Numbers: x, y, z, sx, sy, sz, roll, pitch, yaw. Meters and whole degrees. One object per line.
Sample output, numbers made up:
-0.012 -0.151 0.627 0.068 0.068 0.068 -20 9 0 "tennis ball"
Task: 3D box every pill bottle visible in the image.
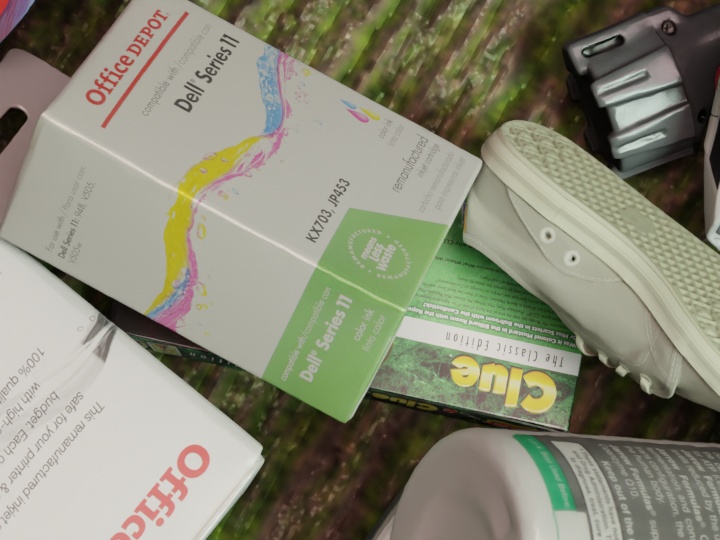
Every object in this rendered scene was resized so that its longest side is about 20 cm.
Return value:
0.120 0.123 1.088 0.199 0.113 0.114 5 76 -28 "pill bottle"

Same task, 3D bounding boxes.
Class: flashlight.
0.191 -0.096 1.201 0.199 0.068 0.068 -23 54 -7 "flashlight"

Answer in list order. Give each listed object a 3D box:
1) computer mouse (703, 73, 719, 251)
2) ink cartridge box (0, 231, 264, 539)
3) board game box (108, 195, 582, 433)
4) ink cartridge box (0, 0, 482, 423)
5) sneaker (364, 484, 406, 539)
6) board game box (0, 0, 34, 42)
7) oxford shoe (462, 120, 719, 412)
0.180 -0.039 1.161 0.109 0.044 0.202 6 108 0 "computer mouse"
-0.159 0.072 1.108 0.200 0.084 0.146 39 76 4 "ink cartridge box"
0.000 0.000 1.174 0.198 0.023 0.106 13 74 -3 "board game box"
-0.064 -0.040 1.105 0.199 0.068 0.117 28 38 1 "ink cartridge box"
0.004 0.170 1.113 0.080 0.070 0.201 39 75 0 "sneaker"
-0.206 -0.174 1.135 0.157 0.039 0.201 -27 81 27 "board game box"
0.118 0.019 1.125 0.200 0.075 0.058 41 117 20 "oxford shoe"
